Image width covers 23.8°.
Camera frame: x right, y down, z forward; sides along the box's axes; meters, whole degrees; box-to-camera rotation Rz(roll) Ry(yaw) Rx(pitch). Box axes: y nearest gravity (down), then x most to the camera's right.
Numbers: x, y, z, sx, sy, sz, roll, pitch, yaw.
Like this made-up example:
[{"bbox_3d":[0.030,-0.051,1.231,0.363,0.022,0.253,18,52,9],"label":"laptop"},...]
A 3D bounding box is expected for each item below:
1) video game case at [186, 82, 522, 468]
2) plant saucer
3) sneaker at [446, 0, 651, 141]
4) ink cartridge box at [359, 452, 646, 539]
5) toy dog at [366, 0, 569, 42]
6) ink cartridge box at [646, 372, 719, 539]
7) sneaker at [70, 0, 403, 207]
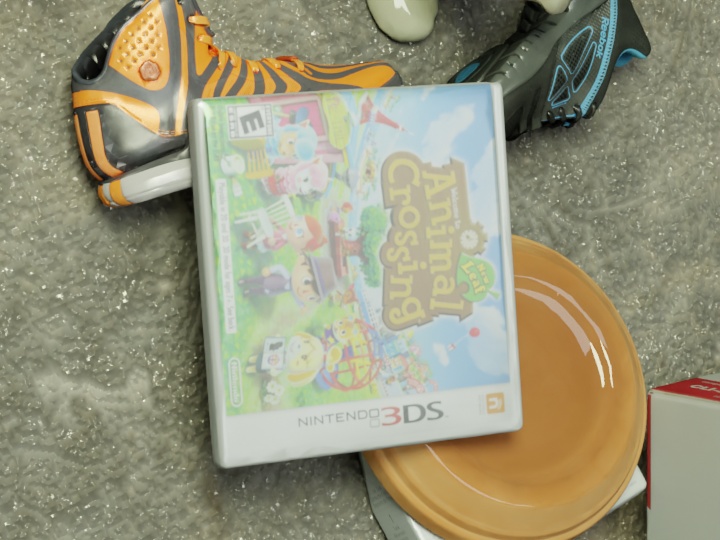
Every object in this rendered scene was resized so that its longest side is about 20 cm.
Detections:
[{"bbox_3d":[0.000,0.000,0.949,0.181,0.022,0.201,-5,94,-20],"label":"video game case"},{"bbox_3d":[0.089,0.068,1.028,0.199,0.037,0.201,7,70,-20],"label":"plant saucer"},{"bbox_3d":[0.114,-0.115,1.075,0.200,0.073,0.082,-46,109,-23],"label":"sneaker"},{"bbox_3d":[0.064,0.087,1.059,0.160,0.047,0.200,-26,82,-28],"label":"ink cartridge box"},{"bbox_3d":[0.089,-0.245,0.998,0.139,0.200,0.195,-26,99,-29],"label":"toy dog"},{"bbox_3d":[0.280,0.138,1.113,0.199,0.084,0.145,-8,100,-41],"label":"ink cartridge box"},{"bbox_3d":[-0.070,-0.115,0.969,0.199,0.077,0.112,-21,97,-29],"label":"sneaker"}]
